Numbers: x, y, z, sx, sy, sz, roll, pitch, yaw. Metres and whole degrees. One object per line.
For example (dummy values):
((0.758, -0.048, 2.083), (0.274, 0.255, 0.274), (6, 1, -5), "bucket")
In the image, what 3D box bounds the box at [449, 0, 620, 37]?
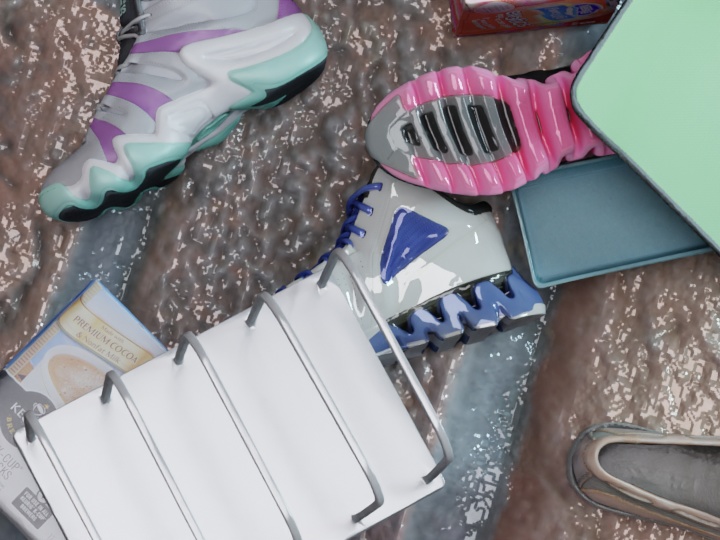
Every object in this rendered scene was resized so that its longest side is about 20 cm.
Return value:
((0.098, -0.250, 1.702), (0.102, 0.095, 0.201), (-6, 83, -3), "box")

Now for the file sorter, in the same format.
((-0.065, 0.094, 1.504), (0.199, 0.125, 0.139), (-28, 83, -12), "file sorter")

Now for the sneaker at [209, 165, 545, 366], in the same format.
((0.001, 0.000, 1.680), (0.198, 0.081, 0.116), (-14, 79, -11), "sneaker")

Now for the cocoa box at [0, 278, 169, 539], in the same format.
((-0.127, 0.125, 1.624), (0.200, 0.133, 0.131), (44, 81, 4), "cocoa box")

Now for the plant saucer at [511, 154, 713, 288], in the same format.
((0.189, -0.041, 1.703), (0.199, 0.019, 0.070), (-12, 83, -13), "plant saucer")

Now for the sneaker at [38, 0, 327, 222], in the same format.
((-0.134, -0.128, 1.693), (0.199, 0.078, 0.140), (-33, 83, -15), "sneaker")

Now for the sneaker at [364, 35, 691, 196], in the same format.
((0.093, -0.087, 1.677), (0.199, 0.095, 0.080), (-9, 90, -16), "sneaker")

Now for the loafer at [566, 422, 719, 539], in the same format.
((0.222, 0.129, 1.672), (0.199, 0.063, 0.072), (8, 83, -1), "loafer")

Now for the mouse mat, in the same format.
((0.223, -0.093, 1.675), (0.200, 0.008, 0.161), (43, 63, -16), "mouse mat")
